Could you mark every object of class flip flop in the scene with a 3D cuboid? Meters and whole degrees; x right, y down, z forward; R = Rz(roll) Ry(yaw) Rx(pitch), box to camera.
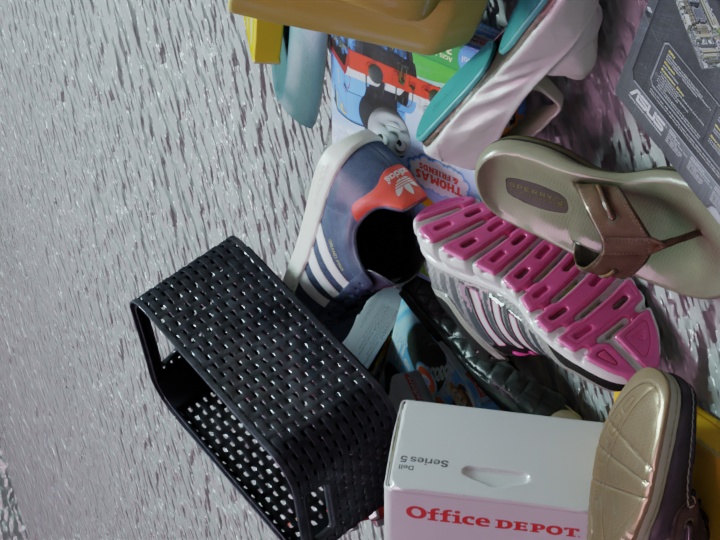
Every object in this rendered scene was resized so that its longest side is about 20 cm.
[{"bbox_3d":[0.142,-0.028,1.005,0.199,0.057,0.082,22,130,35],"label":"flip flop"}]

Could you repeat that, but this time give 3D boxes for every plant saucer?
[{"bbox_3d":[-0.047,-0.207,1.266,0.200,0.027,0.202,-179,90,-81],"label":"plant saucer"}]

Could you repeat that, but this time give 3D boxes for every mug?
[{"bbox_3d":[0.007,-0.192,1.051,0.150,0.152,0.188,116,173,-55],"label":"mug"}]

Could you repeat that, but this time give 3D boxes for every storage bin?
[{"bbox_3d":[-0.066,0.090,1.217,0.200,0.093,0.136,45,158,31],"label":"storage bin"}]

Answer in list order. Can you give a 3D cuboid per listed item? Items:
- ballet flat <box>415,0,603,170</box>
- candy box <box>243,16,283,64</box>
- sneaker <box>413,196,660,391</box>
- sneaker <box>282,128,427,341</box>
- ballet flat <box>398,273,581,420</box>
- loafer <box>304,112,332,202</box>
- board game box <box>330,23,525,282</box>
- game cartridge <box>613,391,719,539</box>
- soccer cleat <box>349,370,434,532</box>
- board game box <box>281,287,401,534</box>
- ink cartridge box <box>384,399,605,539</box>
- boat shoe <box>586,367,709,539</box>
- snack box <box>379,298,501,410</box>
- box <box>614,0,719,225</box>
[{"bbox_3d":[0.105,-0.127,1.039,0.200,0.069,0.070,-50,61,47],"label":"ballet flat"},{"bbox_3d":[-0.065,-0.260,1.215,0.102,0.026,0.201,-107,19,-56],"label":"candy box"},{"bbox_3d":[0.116,0.028,1.112,0.199,0.074,0.088,33,148,35],"label":"sneaker"},{"bbox_3d":[0.000,0.000,1.207,0.084,0.075,0.201,40,142,26],"label":"sneaker"},{"bbox_3d":[0.099,0.057,1.207,0.200,0.057,0.066,47,179,33],"label":"ballet flat"},{"bbox_3d":[-0.007,-0.063,1.312,0.070,0.069,0.201,45,147,38],"label":"loafer"},{"bbox_3d":[0.045,-0.088,1.187,0.151,0.037,0.201,27,134,33],"label":"board game box"},{"bbox_3d":[0.225,0.179,1.051,0.200,0.032,0.178,41,142,53],"label":"game cartridge"},{"bbox_3d":[0.017,0.146,1.339,0.200,0.068,0.086,126,130,-58],"label":"soccer cleat"},{"bbox_3d":[-0.014,0.117,1.403,0.034,0.127,0.201,25,141,10],"label":"board game box"},{"bbox_3d":[0.092,0.191,1.164,0.084,0.144,0.201,-77,-10,-47],"label":"ink cartridge box"},{"bbox_3d":[0.176,0.156,1.025,0.072,0.064,0.202,-145,61,-68],"label":"boat shoe"},{"bbox_3d":[0.059,0.114,1.344,0.117,0.037,0.201,56,151,30],"label":"snack box"},{"bbox_3d":[0.218,-0.083,0.854,0.201,0.048,0.159,57,151,30],"label":"box"}]
